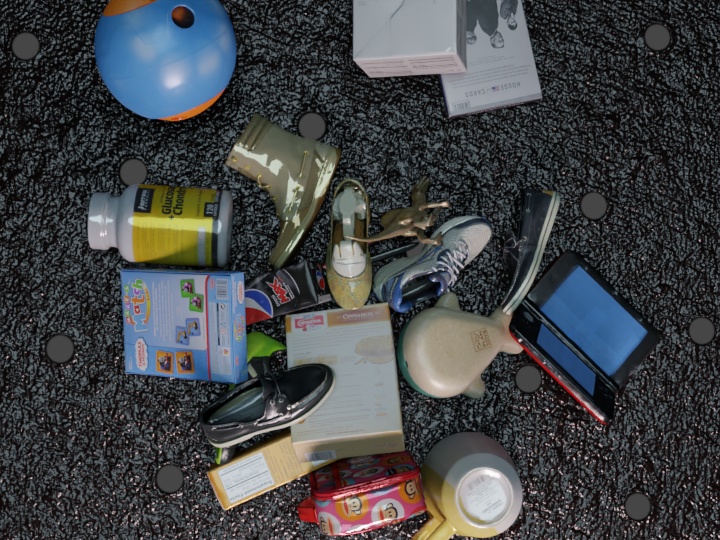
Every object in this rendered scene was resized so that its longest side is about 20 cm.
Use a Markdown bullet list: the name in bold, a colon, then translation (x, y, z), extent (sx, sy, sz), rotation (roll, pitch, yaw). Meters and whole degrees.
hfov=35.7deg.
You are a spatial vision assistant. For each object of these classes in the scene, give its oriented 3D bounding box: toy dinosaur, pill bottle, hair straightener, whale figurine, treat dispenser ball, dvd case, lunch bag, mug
- **toy dinosaur**: translation (0.068, -0.067, 1.616), extent (0.100, 0.200, 0.059), rotation (11, 126, 32)
- **pill bottle**: translation (-0.286, -0.066, 1.611), extent (0.197, 0.112, 0.114), rotation (3, 86, -3)
- **hair straightener**: translation (0.000, 0.000, 1.654), extent (0.198, 0.041, 0.078), rotation (-26, 88, -10)
- **whale figurine**: translation (0.142, 0.111, 1.641), extent (0.198, 0.104, 0.161), rotation (-17, 86, -29)
- **treat dispenser ball**: translation (-0.275, -0.314, 1.585), extent (0.198, 0.201, 0.204), rotation (0, 86, -3)
- **dvd case**: translation (0.183, -0.343, 1.699), extent (0.148, 0.025, 0.203), rotation (-12, 87, -4)
- **lunch bag**: translation (-0.003, 0.309, 1.556), extent (0.174, 0.200, 0.083), rotation (-14, 91, -5)
- **mug**: translation (0.160, 0.329, 1.585), extent (0.148, 0.153, 0.189), rotation (13, 86, -3)

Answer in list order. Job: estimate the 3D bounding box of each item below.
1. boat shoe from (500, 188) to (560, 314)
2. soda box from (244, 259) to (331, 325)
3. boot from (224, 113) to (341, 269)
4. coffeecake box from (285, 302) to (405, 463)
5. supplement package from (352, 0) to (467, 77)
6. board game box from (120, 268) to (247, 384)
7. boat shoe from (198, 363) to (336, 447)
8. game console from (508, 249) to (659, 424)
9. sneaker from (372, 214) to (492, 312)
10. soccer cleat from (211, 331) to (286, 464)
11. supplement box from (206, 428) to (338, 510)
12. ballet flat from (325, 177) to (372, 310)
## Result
- **boat shoe**: translation (0.238, -0.031, 1.654), extent (0.062, 0.075, 0.202), rotation (20, 76, 1)
- **soda box**: translation (-0.147, 0.041, 1.601), extent (0.198, 0.071, 0.064), rotation (-17, 89, 16)
- **boot**: translation (-0.132, -0.116, 1.642), extent (0.154, 0.073, 0.202), rotation (24, 83, -1)
- **coffeecake box**: translation (-0.023, 0.157, 1.581), extent (0.151, 0.073, 0.202), rotation (-7, 59, 3)
- **supplement package**: translation (0.073, -0.397, 1.636), extent (0.154, 0.111, 0.203), rotation (-1, 85, 14)
- **board game box**: translation (-0.251, 0.075, 1.580), extent (0.198, 0.036, 0.153), rotation (2, 97, 29)
- **boat shoe**: translation (-0.130, 0.172, 1.511), extent (0.197, 0.066, 0.075), rotation (-22, 54, 8)
- **game console**: translation (0.330, 0.093, 1.630), extent (0.200, 0.172, 0.119), rotation (43, 111, -1)
- **sneaker**: translation (0.117, -0.001, 1.630), extent (0.199, 0.085, 0.077), rotation (-36, 120, -2)
- **soccer cleat**: translation (-0.158, 0.185, 1.606), extent (0.080, 0.068, 0.202), rotation (18, 67, -8)
- **supplement box**: translation (-0.119, 0.274, 1.618), extent (0.198, 0.067, 0.070), rotation (-21, 89, -4)
- **ballet flat**: translation (-0.017, -0.044, 1.613), extent (0.070, 0.071, 0.202), rotation (3, 63, -3)
